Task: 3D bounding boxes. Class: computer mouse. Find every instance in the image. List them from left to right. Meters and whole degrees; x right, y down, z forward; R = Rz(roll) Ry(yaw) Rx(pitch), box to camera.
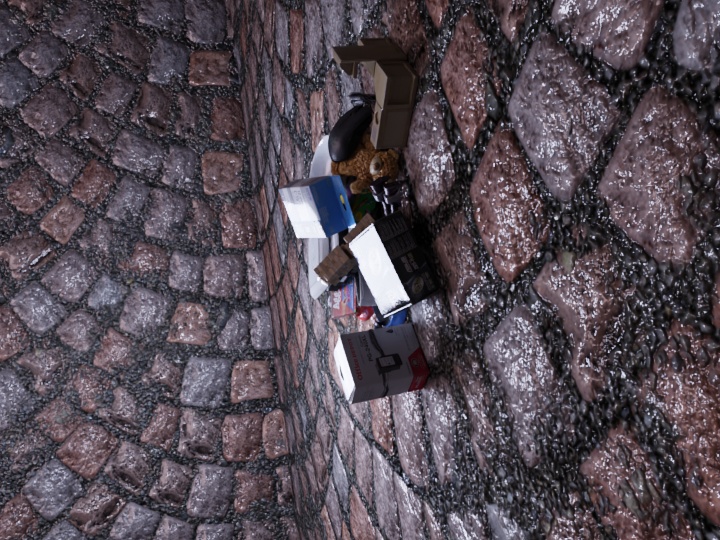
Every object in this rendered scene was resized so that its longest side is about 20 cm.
[{"bbox_3d":[-0.028,-0.366,1.620,0.137,0.052,0.203,21,80,45],"label":"computer mouse"}]

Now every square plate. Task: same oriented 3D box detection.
[{"bbox_3d":[-0.121,-0.035,1.843,0.200,0.028,0.204,139,131,-70],"label":"square plate"}]

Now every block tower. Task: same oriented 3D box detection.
[{"bbox_3d":[-0.027,-0.049,1.654,0.054,0.200,0.058,46,-174,26],"label":"block tower"}]

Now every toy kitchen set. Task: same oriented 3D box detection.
[{"bbox_3d":[0.014,-0.416,1.513,0.202,0.159,0.184,-115,25,-44],"label":"toy kitchen set"}]

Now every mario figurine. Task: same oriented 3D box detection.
[{"bbox_3d":[-0.037,0.064,1.857,0.200,0.105,0.124,46,161,25],"label":"mario figurine"}]

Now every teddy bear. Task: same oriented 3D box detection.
[{"bbox_3d":[0.004,-0.267,1.611,0.200,0.145,0.067,43,-179,37],"label":"teddy bear"}]

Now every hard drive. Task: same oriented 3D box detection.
[{"bbox_3d":[-0.066,-0.062,1.777,0.140,0.037,0.206,132,138,-62],"label":"hard drive"}]

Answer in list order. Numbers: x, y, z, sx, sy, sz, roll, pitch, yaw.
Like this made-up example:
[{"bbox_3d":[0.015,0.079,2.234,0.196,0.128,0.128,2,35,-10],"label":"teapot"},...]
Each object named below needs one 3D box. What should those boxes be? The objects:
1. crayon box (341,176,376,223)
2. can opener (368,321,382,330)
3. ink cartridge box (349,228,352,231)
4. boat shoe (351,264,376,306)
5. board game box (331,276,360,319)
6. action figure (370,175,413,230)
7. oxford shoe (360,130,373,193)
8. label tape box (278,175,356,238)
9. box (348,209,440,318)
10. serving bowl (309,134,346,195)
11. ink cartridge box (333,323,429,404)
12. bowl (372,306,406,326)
[{"bbox_3d":[-0.012,-0.239,1.785,0.203,0.057,0.120,-110,32,-41],"label":"crayon box"},{"bbox_3d":[0.041,0.182,1.790,0.077,0.064,0.201,30,157,13],"label":"can opener"},{"bbox_3d":[0.004,-0.100,1.877,0.162,0.049,0.206,166,111,-72],"label":"ink cartridge box"},{"bbox_3d":[0.000,0.000,1.731,0.072,0.067,0.205,130,131,-66],"label":"boat shoe"},{"bbox_3d":[-0.042,0.025,1.808,0.102,0.019,0.206,-17,67,44],"label":"board game box"},{"bbox_3d":[0.082,-0.122,1.566,0.130,0.068,0.204,44,152,53],"label":"action figure"},{"bbox_3d":[0.032,-0.272,1.694,0.074,0.069,0.204,62,-169,-65],"label":"oxford shoe"},{"bbox_3d":[-0.112,-0.163,1.691,0.197,0.066,0.146,5,121,49],"label":"label tape box"},{"bbox_3d":[0.073,-0.010,1.496,0.204,0.085,0.163,64,155,3],"label":"box"},{"bbox_3d":[-0.080,-0.261,1.781,0.199,0.064,0.206,-171,90,-67],"label":"serving bowl"},{"bbox_3d":[0.049,0.223,1.579,0.084,0.195,0.148,106,150,-50],"label":"ink cartridge box"},{"bbox_3d":[0.068,0.050,1.711,0.200,0.038,0.207,173,90,-72],"label":"bowl"}]
